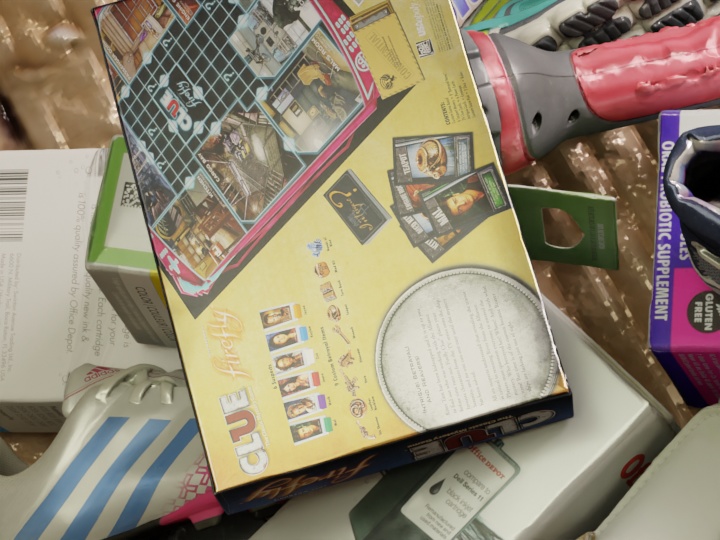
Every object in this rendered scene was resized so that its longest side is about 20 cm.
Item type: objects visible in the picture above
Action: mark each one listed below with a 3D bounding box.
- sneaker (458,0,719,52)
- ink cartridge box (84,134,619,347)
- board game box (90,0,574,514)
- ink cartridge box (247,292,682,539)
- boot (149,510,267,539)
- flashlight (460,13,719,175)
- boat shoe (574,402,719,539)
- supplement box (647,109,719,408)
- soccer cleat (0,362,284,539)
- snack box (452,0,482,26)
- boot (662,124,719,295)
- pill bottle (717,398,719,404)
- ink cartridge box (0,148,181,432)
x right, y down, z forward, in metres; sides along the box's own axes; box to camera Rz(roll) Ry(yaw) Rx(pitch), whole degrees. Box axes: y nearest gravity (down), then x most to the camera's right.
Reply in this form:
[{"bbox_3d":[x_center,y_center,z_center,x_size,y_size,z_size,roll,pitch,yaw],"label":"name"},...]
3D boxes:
[{"bbox_3d":[0.068,-0.105,1.155,0.200,0.078,0.080,-21,55,9],"label":"sneaker"},{"bbox_3d":[0.000,0.000,1.060,0.200,0.104,0.059,7,74,9],"label":"ink cartridge box"},{"bbox_3d":[-0.012,-0.023,0.996,0.135,0.035,0.200,-16,71,1],"label":"board game box"},{"bbox_3d":[0.036,0.115,1.051,0.200,0.147,0.083,-43,65,-1],"label":"ink cartridge box"},{"bbox_3d":[-0.135,0.176,1.128,0.165,0.066,0.200,19,82,14],"label":"boot"},{"bbox_3d":[0.110,-0.082,1.083,0.200,0.068,0.068,-14,34,-14],"label":"flashlight"},{"bbox_3d":[0.093,0.135,0.974,0.075,0.068,0.200,38,104,57],"label":"boat shoe"},{"bbox_3d":[0.222,-0.004,1.054,0.200,0.103,0.101,-1,73,16],"label":"supplement box"},{"bbox_3d":[-0.072,0.067,1.081,0.200,0.070,0.086,-22,81,9],"label":"soccer cleat"},{"bbox_3d":[0.023,-0.127,1.151,0.072,0.024,0.200,12,54,46],"label":"snack box"},{"bbox_3d":[0.204,0.003,0.953,0.200,0.090,0.073,15,80,21],"label":"boot"},{"bbox_3d":[0.174,0.146,1.014,0.111,0.111,0.200,7,76,20],"label":"pill bottle"},{"bbox_3d":[-0.100,0.010,1.165,0.200,0.067,0.116,0,73,11],"label":"ink cartridge box"}]
